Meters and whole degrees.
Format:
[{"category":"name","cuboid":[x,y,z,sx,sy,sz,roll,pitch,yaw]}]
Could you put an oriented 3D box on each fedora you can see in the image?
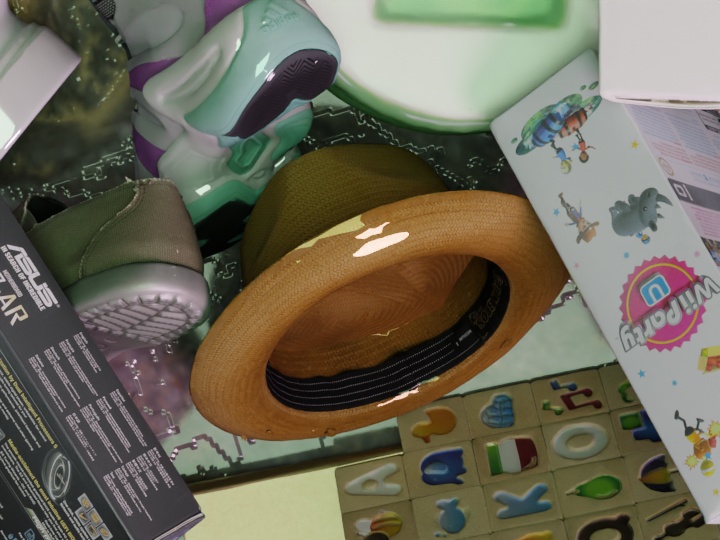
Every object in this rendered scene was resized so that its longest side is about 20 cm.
[{"category":"fedora","cuboid":[0.000,0.000,1.308,0.200,0.201,0.082,-27,65,3]}]

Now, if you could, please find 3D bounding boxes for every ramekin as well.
[{"category":"ramekin","cuboid":[0.046,-0.156,1.306,0.199,0.098,0.201,0,99,-1]}]

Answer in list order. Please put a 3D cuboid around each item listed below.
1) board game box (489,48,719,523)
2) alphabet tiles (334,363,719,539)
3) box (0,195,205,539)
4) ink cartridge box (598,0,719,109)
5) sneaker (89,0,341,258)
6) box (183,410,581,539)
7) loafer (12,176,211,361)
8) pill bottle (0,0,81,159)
[{"category":"board game box","cuboid":[0.153,0.011,1.268,0.064,0.147,0.201,-37,68,21]},{"category":"alphabet tiles","cuboid":[0.090,0.104,1.321,0.199,0.167,0.006,-12,127,1]},{"category":"box","cuboid":[-0.176,0.064,1.274,0.160,0.043,0.200,-39,82,43]},{"category":"ink cartridge box","cuboid":[0.183,-0.151,1.254,0.084,0.200,0.147,5,101,30]},{"category":"sneaker","cuboid":[-0.082,-0.097,1.305,0.077,0.200,0.140,-22,69,-32]},{"category":"box","cuboid":[0.024,0.163,1.393,0.199,0.021,0.164,-12,99,1]},{"category":"loafer","cuboid":[-0.136,0.005,1.309,0.075,0.199,0.070,20,65,-41]},{"category":"pill bottle","cuboid":[-0.230,-0.122,1.297,0.200,0.116,0.117,39,96,-6]}]
